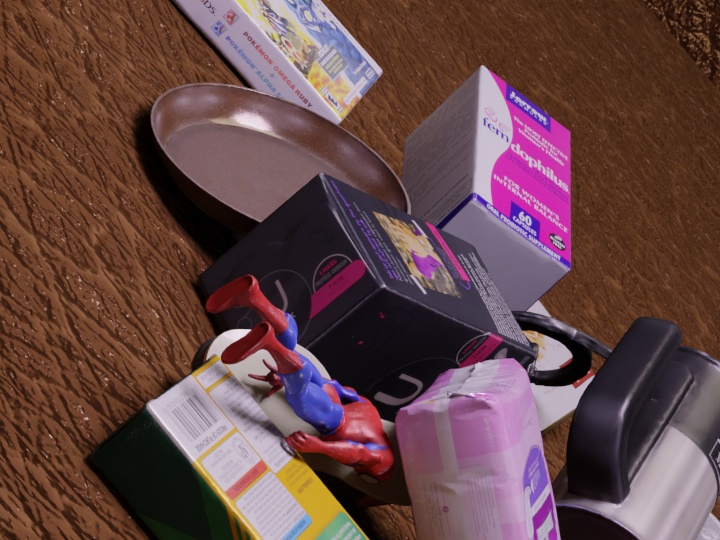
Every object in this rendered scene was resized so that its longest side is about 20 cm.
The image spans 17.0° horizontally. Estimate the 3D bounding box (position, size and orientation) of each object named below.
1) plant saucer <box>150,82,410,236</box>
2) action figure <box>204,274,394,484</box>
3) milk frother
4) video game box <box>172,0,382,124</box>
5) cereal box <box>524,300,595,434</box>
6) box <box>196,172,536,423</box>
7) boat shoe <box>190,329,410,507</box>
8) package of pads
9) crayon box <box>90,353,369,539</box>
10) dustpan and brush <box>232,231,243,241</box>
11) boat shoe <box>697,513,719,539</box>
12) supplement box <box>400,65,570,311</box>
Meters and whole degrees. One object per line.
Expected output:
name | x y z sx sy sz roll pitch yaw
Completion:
plant saucer | -0.061 -0.067 1.727 0.200 0.032 0.200 20 27 -11
action figure | -0.029 0.078 1.441 0.200 0.052 0.065 46 13 -47
milk frother | 0.158 0.132 1.761 0.188 0.200 0.181 -52 125 -42
video game box | -0.070 -0.202 2.030 0.182 0.047 0.200 46 19 -5
cereal box | 0.100 0.042 1.932 0.200 0.040 0.144 52 28 7
box | 0.007 0.033 1.638 0.200 0.122 0.106 24 32 -52
boat shoe | -0.037 0.095 1.521 0.200 0.071 0.063 32 -17 -36
package of pads | 0.080 0.163 1.511 0.120 0.076 0.200 -29 109 -71
crayon box | -0.055 0.152 1.384 0.200 0.052 0.126 50 18 1
dustpan and brush | 0.000 0.000 1.779 0.200 0.057 0.140 44 20 -16
boat shoe | 0.263 0.254 1.880 0.065 0.074 0.202 32 32 -52
supplement box | 0.097 -0.054 1.898 0.101 0.103 0.200 35 30 -19
